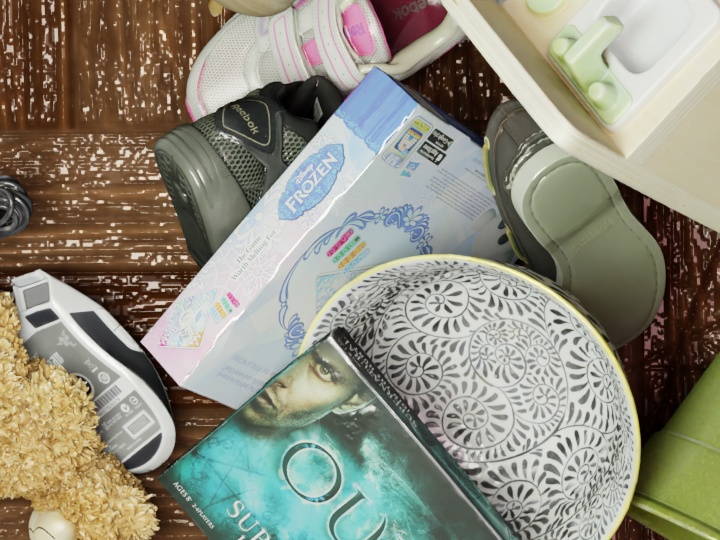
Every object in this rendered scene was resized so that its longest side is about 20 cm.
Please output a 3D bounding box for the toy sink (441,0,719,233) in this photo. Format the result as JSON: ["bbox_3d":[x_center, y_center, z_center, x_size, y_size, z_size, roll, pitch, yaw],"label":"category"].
[{"bbox_3d":[0.160,-0.121,1.617,0.112,0.200,0.131,-47,54,15],"label":"toy sink"}]

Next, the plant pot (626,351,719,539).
[{"bbox_3d":[0.261,0.086,1.674,0.199,0.200,0.191,27,86,1],"label":"plant pot"}]

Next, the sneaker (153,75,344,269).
[{"bbox_3d":[-0.045,-0.035,1.687,0.114,0.200,0.076,-32,58,-12],"label":"sneaker"}]

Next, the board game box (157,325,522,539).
[{"bbox_3d":[0.003,0.146,1.627,0.135,0.028,0.200,-40,92,20],"label":"board game box"}]

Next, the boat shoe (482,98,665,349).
[{"bbox_3d":[0.120,-0.025,1.679,0.072,0.201,0.061,-32,54,-4],"label":"boat shoe"}]

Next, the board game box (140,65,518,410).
[{"bbox_3d":[0.000,0.000,1.671,0.199,0.200,0.043,-50,60,6],"label":"board game box"}]

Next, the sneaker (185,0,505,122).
[{"bbox_3d":[-0.013,-0.135,1.708,0.199,0.088,0.082,-28,93,7],"label":"sneaker"}]

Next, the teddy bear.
[{"bbox_3d":[-0.202,0.094,1.731,0.145,0.067,0.201,-11,113,33],"label":"teddy bear"}]

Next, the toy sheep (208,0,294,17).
[{"bbox_3d":[-0.076,-0.232,1.687,0.137,0.138,0.201,-19,66,6],"label":"toy sheep"}]

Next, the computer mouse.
[{"bbox_3d":[-0.180,0.035,1.756,0.110,0.044,0.200,-37,98,34],"label":"computer mouse"}]

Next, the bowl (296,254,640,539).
[{"bbox_3d":[0.071,0.069,1.651,0.200,0.094,0.202,8,113,19],"label":"bowl"}]
